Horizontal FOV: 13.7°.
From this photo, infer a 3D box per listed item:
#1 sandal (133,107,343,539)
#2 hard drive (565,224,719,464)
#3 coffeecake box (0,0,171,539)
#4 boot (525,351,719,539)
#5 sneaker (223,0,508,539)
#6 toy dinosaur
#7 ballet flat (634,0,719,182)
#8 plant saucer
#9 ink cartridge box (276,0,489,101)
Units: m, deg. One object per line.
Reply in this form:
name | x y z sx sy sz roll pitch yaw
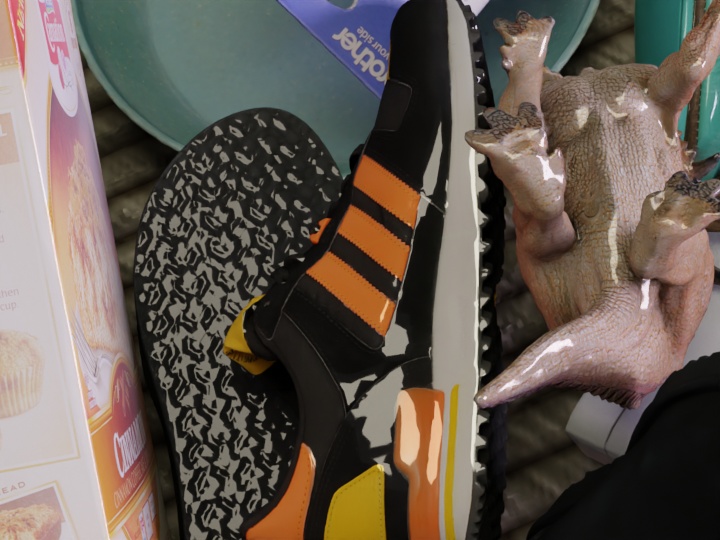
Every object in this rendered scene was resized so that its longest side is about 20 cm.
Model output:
sandal | -0.038 0.045 1.003 0.075 0.048 0.202 -1 74 -7
hard drive | 0.174 0.037 0.940 0.199 0.027 0.132 26 74 43
coffeecake box | -0.114 0.011 0.923 0.073 0.154 0.201 -10 94 2
boot | 0.059 0.119 0.869 0.073 0.198 0.163 42 61 -2
sneaker | 0.000 0.000 0.960 0.089 0.070 0.201 -3 66 7
toy dinosaur | 0.080 -0.010 0.929 0.085 0.136 0.201 5 47 8
ballet flat | 0.128 -0.116 1.062 0.070 0.067 0.201 0 61 -13
plant saucer | -0.007 -0.109 1.092 0.199 0.036 0.201 -4 60 6
ink cartridge box | 0.029 -0.168 1.022 0.200 0.119 0.042 -52 24 -8
